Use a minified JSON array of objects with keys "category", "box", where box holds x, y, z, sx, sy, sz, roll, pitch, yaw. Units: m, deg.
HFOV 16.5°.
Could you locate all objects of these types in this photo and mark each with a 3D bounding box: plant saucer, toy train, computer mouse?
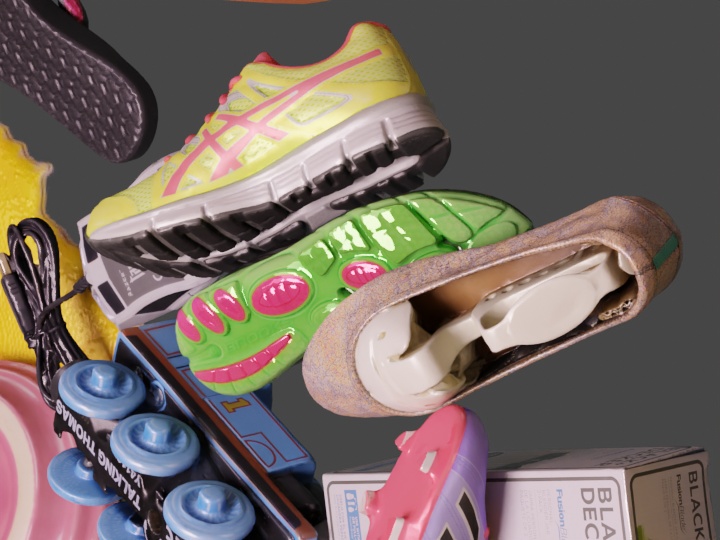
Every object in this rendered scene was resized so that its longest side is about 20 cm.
[{"category":"plant saucer","box":[-0.234,0.145,1.440,0.200,0.051,0.201,-12,65,28]},{"category":"toy train","box":[-0.081,0.105,1.281,0.200,0.114,0.087,44,135,39]},{"category":"computer mouse","box":[-0.120,-0.005,1.359,0.200,0.044,0.110,-28,79,38]}]

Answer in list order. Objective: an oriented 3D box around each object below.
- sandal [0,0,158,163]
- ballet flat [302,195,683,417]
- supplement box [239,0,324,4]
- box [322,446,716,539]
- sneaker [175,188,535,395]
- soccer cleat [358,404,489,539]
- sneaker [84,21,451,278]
[{"category":"sandal","box":[-0.182,-0.135,1.423,0.200,0.045,0.075,41,130,18]},{"category":"ballet flat","box":[0.051,0.023,1.122,0.200,0.067,0.068,-28,105,23]},{"category":"supplement box","box":[0.014,-0.172,1.188,0.199,0.066,0.069,-2,91,46]},{"category":"box","box":[0.075,0.144,1.167,0.200,0.060,0.117,-4,92,46]},{"category":"sneaker","box":[0.000,0.000,1.215,0.199,0.084,0.077,-15,106,28]},{"category":"soccer cleat","box":[0.029,0.160,1.138,0.067,0.076,0.201,-147,75,-73]},{"category":"sneaker","box":[-0.052,-0.061,1.248,0.199,0.078,0.091,-21,67,17]}]
